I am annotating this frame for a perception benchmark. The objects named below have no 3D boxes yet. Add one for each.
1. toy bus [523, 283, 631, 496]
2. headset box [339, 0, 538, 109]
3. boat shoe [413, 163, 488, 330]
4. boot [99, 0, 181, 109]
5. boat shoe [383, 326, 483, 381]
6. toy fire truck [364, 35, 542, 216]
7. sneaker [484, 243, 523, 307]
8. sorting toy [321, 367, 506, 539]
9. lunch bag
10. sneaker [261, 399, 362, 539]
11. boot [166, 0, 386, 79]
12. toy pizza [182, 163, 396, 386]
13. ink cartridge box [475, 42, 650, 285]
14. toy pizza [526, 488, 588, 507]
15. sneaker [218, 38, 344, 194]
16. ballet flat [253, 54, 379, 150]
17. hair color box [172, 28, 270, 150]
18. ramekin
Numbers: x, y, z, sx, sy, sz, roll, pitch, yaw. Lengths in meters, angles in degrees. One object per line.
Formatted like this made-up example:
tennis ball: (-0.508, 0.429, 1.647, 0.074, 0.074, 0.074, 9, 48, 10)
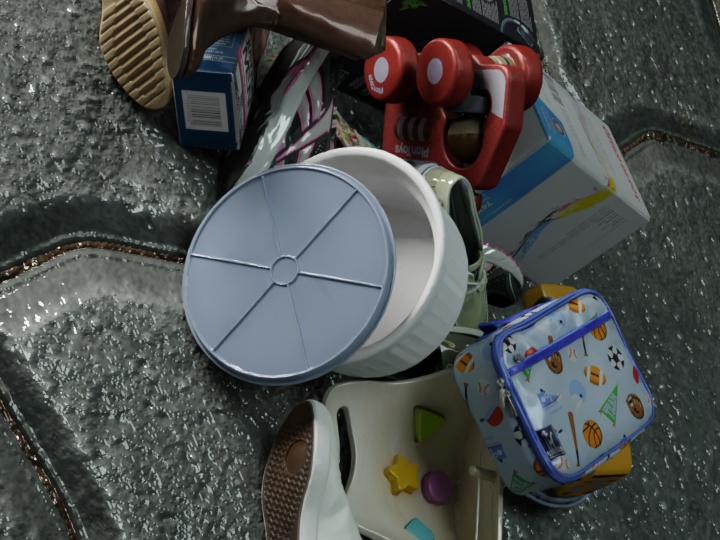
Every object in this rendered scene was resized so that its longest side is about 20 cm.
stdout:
toy bus: (0.205, 0.116, 1.676, 0.065, 0.078, 0.201, 4, 61, -44)
headset box: (0.052, -0.256, 1.754, 0.199, 0.174, 0.093, 22, 50, -38)
boat shoe: (0.087, -0.004, 1.597, 0.072, 0.062, 0.201, -31, 118, -27)
boot: (-0.182, -0.255, 1.586, 0.166, 0.072, 0.201, -21, 92, -60)
boat shoe: (0.067, 0.085, 1.595, 0.201, 0.072, 0.060, 21, 41, -8)
toy fire truck: (0.087, -0.140, 1.648, 0.112, 0.200, 0.169, -1, 98, -36)
sneaker: (0.077, 0.010, 1.691, 0.199, 0.080, 0.087, 22, 71, -36)
sorting toy: (0.043, 0.180, 1.527, 0.179, 0.107, 0.201, 18, 61, -25)
lunch bag: (0.176, 0.105, 1.538, 0.200, 0.075, 0.161, -23, 89, -48)
sneaker: (-0.034, 0.213, 1.439, 0.084, 0.073, 0.201, 19, 64, -36)
boot: (-0.065, -0.213, 1.503, 0.199, 0.064, 0.187, 19, 51, -14)
toy pizza: (-0.060, 0.004, 1.462, 0.032, 0.199, 0.201, 41, 33, -63)
ink cartridge box: (0.176, -0.104, 1.767, 0.200, 0.146, 0.147, 31, 31, -43)
toy pizza: (0.169, 0.149, 1.715, 0.200, 0.032, 0.201, 28, 45, -32)
sneaker: (-0.054, -0.142, 1.598, 0.086, 0.080, 0.201, 33, 84, -27)
ballet flat: (-0.041, -0.125, 1.658, 0.200, 0.076, 0.064, 47, 49, 0)
hair color box: (-0.126, -0.219, 1.590, 0.060, 0.100, 0.201, 6, 50, 5)
ramekin: (0.000, 0.000, 1.512, 0.098, 0.200, 0.201, 36, 39, -59)
